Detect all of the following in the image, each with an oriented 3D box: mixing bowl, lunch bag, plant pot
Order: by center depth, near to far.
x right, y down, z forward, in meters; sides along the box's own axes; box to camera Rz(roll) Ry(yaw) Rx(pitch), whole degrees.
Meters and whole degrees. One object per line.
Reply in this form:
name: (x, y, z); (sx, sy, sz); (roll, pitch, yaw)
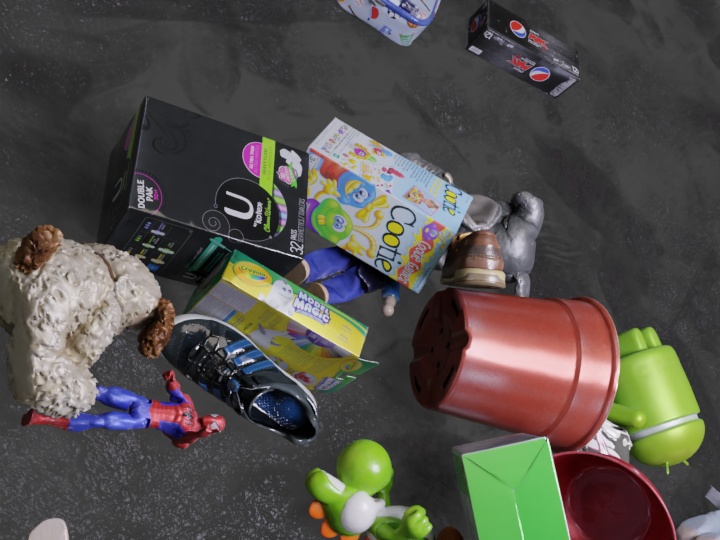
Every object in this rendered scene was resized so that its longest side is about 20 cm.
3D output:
mixing bowl: (0.288, 0.302, 1.102); (0.108, 0.200, 0.200); (-13, 73, -60)
plant pot: (0.177, 0.111, 1.120); (0.195, 0.201, 0.201); (13, 59, -20)
lunch bag: (0.048, -0.450, 1.407); (0.160, 0.076, 0.200); (32, 50, -14)

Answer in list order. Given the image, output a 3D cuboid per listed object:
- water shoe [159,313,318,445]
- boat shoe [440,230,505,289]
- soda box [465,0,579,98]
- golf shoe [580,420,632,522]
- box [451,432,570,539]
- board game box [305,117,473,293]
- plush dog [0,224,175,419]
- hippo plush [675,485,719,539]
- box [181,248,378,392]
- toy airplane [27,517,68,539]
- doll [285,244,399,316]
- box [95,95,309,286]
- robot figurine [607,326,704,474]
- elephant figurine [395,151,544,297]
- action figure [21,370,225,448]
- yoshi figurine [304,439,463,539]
water shoe: (-0.123, 0.112, 0.960); (0.200, 0.079, 0.072); (33, 91, -17)
boat shoe: (0.139, -0.013, 1.103); (0.072, 0.200, 0.068); (4, 88, -1)
soda box: (0.272, -0.369, 1.524); (0.200, 0.063, 0.071); (22, 54, -24)
golf shoe: (0.326, 0.254, 1.191); (0.200, 0.088, 0.077); (59, 6, 4)
box: (0.168, 0.283, 0.986); (0.096, 0.176, 0.201); (-11, 82, -1)
board game box: (0.019, -0.081, 1.119); (0.200, 0.103, 0.105); (31, 34, 1)
plush dog: (-0.268, 0.019, 0.863); (0.200, 0.161, 0.172); (38, 22, 21)
hippo plush: (0.532, 0.408, 1.256); (0.200, 0.159, 0.161); (-68, 138, -81)
box: (-0.083, 0.064, 1.003); (0.200, 0.117, 0.048); (33, 52, -17)
toy airplane: (-0.242, 0.330, 0.729); (0.200, 0.141, 0.199); (46, 49, -5)
doll: (0.000, 0.000, 1.141); (0.200, 0.048, 0.137); (-21, 69, -47)
box: (-0.173, -0.074, 1.011); (0.200, 0.124, 0.149); (17, 57, -26)
robot figurine: (0.407, 0.183, 1.280); (0.175, 0.116, 0.200); (1, 65, -48)
elephant figurine: (0.136, -0.063, 1.239); (0.199, 0.155, 0.142); (15, 100, -16)
action figure: (-0.215, 0.132, 0.891); (0.200, 0.099, 0.065); (15, 58, -31)
yoshi figurine: (0.038, 0.257, 0.994); (0.200, 0.112, 0.112); (36, 43, -11)
